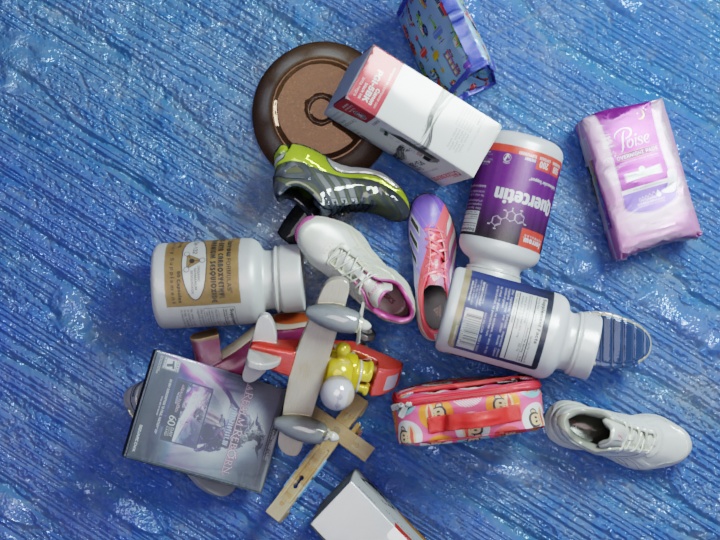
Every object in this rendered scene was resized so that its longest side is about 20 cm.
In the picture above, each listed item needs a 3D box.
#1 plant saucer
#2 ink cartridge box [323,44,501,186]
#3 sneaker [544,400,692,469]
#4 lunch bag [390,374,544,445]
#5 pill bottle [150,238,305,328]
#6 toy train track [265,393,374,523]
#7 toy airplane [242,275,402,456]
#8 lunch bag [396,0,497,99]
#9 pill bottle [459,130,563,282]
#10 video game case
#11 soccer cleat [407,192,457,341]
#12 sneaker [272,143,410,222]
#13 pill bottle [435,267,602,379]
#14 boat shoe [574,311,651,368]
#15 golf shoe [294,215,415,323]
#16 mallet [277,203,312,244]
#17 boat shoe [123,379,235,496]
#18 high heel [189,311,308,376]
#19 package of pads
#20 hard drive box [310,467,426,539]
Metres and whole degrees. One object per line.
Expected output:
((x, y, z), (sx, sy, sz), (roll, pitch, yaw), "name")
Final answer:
((-0.053, -0.219, 1.773), (0.197, 0.037, 0.203), (0, 88, 1), "plant saucer")
((0.066, -0.198, 1.690), (0.199, 0.147, 0.084), (30, 82, -10), "ink cartridge box")
((0.344, 0.223, 1.703), (0.197, 0.099, 0.079), (8, 87, 2), "sneaker")
((0.139, 0.184, 1.673), (0.197, 0.176, 0.083), (-7, 88, 0), "lunch bag")
((-0.175, 0.016, 1.723), (0.197, 0.114, 0.116), (-3, 87, 1), "pill bottle")
((-0.056, 0.255, 1.736), (0.114, 0.033, 0.201), (33, 73, 20), "toy train track")
((-0.056, 0.128, 1.664), (0.198, 0.141, 0.201), (-32, 124, -2), "toy airplane")
((0.116, -0.313, 1.690), (0.093, 0.200, 0.152), (-24, 87, 1), "lunch bag")
((0.197, -0.078, 1.719), (0.111, 0.112, 0.203), (13, 87, 2), "pill bottle")
((-0.201, 0.201, 1.703), (0.198, 0.019, 0.145), (19, 83, -22), "video game case")
((0.100, -0.006, 1.737), (0.067, 0.073, 0.203), (-3, 87, 1), "soccer cleat")
((-0.030, -0.097, 1.727), (0.197, 0.074, 0.082), (17, 60, -5), "sneaker")
((0.202, 0.073, 1.641), (0.197, 0.111, 0.113), (15, 87, 3), "pill bottle")
((0.288, 0.089, 1.726), (0.197, 0.072, 0.073), (7, 86, 5), "boat shoe")
((0.000, 0.000, 1.690), (0.199, 0.092, 0.076), (37, 94, -17), "golf shoe")
((-0.015, -0.027, 1.762), (0.198, 0.041, 0.066), (29, 91, -1), "mallet")
((-0.245, 0.227, 1.737), (0.200, 0.070, 0.071), (47, 60, -19), "boat shoe")
((-0.131, 0.116, 1.754), (0.197, 0.068, 0.097), (-9, 108, 1), "high heel")
((0.374, -0.123, 1.735), (0.119, 0.076, 0.203), (-15, 86, -2), "package of pads")
((0.019, 0.343, 1.656), (0.077, 0.200, 0.156), (-45, 87, -1), "hard drive box")
